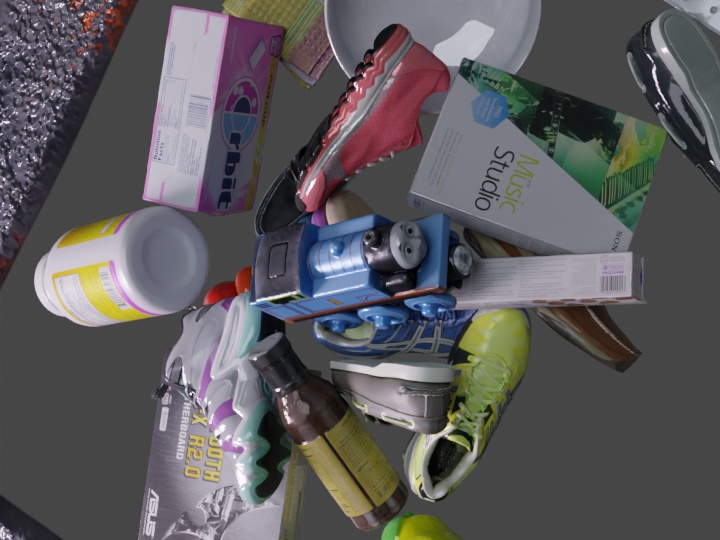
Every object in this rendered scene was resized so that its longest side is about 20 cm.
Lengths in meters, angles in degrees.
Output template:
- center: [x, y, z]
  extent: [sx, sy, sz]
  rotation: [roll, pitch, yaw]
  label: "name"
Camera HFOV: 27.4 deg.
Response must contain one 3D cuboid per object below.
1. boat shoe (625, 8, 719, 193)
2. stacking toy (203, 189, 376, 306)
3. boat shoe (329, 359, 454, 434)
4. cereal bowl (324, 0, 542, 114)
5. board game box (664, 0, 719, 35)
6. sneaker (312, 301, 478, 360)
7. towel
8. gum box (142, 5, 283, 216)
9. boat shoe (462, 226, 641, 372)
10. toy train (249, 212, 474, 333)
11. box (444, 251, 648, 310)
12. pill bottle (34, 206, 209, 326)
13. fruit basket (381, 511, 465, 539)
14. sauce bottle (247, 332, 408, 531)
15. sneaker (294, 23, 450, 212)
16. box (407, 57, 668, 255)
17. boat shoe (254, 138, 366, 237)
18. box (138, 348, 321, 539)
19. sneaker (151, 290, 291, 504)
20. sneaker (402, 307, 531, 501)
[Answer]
- center: [0.302, -0.130, 1.295]
  extent: [0.060, 0.075, 0.201]
  rotation: [-34, 79, 56]
  label: "boat shoe"
- center: [-0.071, 0.006, 1.440]
  extent: [0.200, 0.085, 0.086]
  rotation: [-32, 73, 23]
  label: "stacking toy"
- center: [0.023, 0.112, 1.340]
  extent: [0.202, 0.072, 0.061]
  rotation: [176, 95, -66]
  label: "boat shoe"
- center: [0.067, -0.251, 1.378]
  extent: [0.199, 0.083, 0.201]
  rotation: [0, 110, 1]
  label: "cereal bowl"
- center: [0.393, -0.275, 1.287]
  extent: [0.200, 0.026, 0.200]
  rotation: [38, 100, 23]
  label: "board game box"
- center: [0.048, 0.048, 1.379]
  extent: [0.199, 0.077, 0.076]
  rotation: [-15, 77, 20]
  label: "sneaker"
- center: [-0.041, -0.299, 1.486]
  extent: [0.144, 0.023, 0.200]
  rotation: [40, 100, 23]
  label: "towel"
- center: [-0.144, -0.150, 1.452]
  extent: [0.066, 0.113, 0.201]
  rotation: [14, 98, 24]
  label: "gum box"
- center: [0.179, 0.004, 1.327]
  extent: [0.074, 0.076, 0.200]
  rotation: [-48, 69, 9]
  label: "boat shoe"
- center: [0.000, 0.000, 1.288]
  extent: [0.199, 0.114, 0.087]
  rotation: [-12, 66, 40]
  label: "toy train"
- center: [0.150, 0.010, 1.276]
  extent: [0.199, 0.039, 0.042]
  rotation: [-4, 77, 33]
  label: "box"
- center: [-0.245, 0.000, 1.474]
  extent: [0.199, 0.104, 0.105]
  rotation: [-10, 79, 49]
  label: "pill bottle"
- center: [0.086, 0.308, 1.307]
  extent: [0.214, 0.155, 0.217]
  rotation: [2, 98, 12]
  label: "fruit basket"
- center: [-0.031, 0.146, 1.362]
  extent: [0.065, 0.065, 0.200]
  rotation: [-28, 106, 19]
  label: "sauce bottle"
- center: [0.010, -0.122, 1.348]
  extent: [0.087, 0.074, 0.200]
  rotation: [30, 114, -10]
  label: "sneaker"
- center: [0.158, -0.091, 1.312]
  extent: [0.199, 0.036, 0.145]
  rotation: [20, 72, 5]
  label: "box"
- center: [-0.037, -0.099, 1.438]
  extent: [0.200, 0.066, 0.070]
  rotation: [-40, 70, 15]
  label: "boat shoe"
- center: [-0.130, 0.186, 1.459]
  extent: [0.158, 0.048, 0.201]
  rotation: [7, 88, 25]
  label: "box"
- center: [-0.140, 0.125, 1.408]
  extent: [0.139, 0.078, 0.201]
  rotation: [-8, 71, 24]
  label: "sneaker"
- center: [0.104, 0.123, 1.334]
  extent: [0.075, 0.076, 0.201]
  rotation: [21, 101, -9]
  label: "sneaker"
